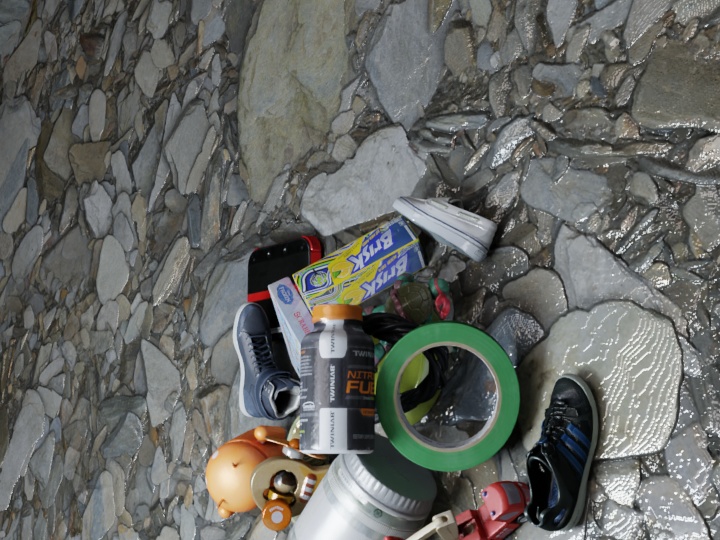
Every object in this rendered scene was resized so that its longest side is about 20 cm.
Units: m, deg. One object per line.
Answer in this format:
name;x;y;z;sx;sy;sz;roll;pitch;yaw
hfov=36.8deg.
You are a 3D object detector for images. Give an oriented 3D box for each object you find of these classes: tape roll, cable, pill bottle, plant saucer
tape roll;0.120;0.171;1.489;0.197;0.048;0.204;0;91;5
cable;0.034;0.134;1.568;0.198;0.051;0.165;-24;101;22
pill bottle;-0.032;0.149;1.489;0.105;0.105;0.204;-10;77;47
plant saucer;0.054;0.143;1.685;0.198;0.031;0.204;-19;64;45

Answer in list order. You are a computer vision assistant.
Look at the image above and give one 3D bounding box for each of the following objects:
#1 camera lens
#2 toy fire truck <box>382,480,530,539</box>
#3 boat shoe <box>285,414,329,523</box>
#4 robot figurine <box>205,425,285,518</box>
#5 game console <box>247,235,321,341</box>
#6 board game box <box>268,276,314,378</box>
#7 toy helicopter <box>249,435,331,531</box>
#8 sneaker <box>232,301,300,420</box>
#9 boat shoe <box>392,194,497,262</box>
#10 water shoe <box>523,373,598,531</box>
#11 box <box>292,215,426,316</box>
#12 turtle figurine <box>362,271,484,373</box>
camera lens;0.002;0.361;1.577;0.202;0.158;0.160;-59;42;18
toy fire truck;0.126;0.349;1.451;0.200;0.140;0.049;-48;47;29
boat shoe;-0.081;0.323;1.734;0.063;0.072;0.204;32;118;48
robot figurine;-0.181;0.325;1.777;0.142;0.200;0.118;-25;87;19
game console;-0.139;0.036;1.952;0.198;0.031;0.180;-12;75;48
board game box;-0.076;0.146;1.732;0.041;0.202;0.200;-23;47;-10
toy helicopter;-0.074;0.313;1.674;0.079;0.196;0.135;-149;49;-81
sneaker;-0.158;0.158;1.870;0.145;0.076;0.206;2;97;59
boat shoe;0.133;-0.078;1.643;0.199;0.073;0.067;34;88;40
water shoe;0.254;0.230;1.384;0.071;0.078;0.204;-8;73;47
box;0.000;0.000;1.682;0.198;0.071;0.065;-29;48;-6
turtle figurine;0.074;0.061;1.605;0.198;0.100;0.151;-31;57;16
